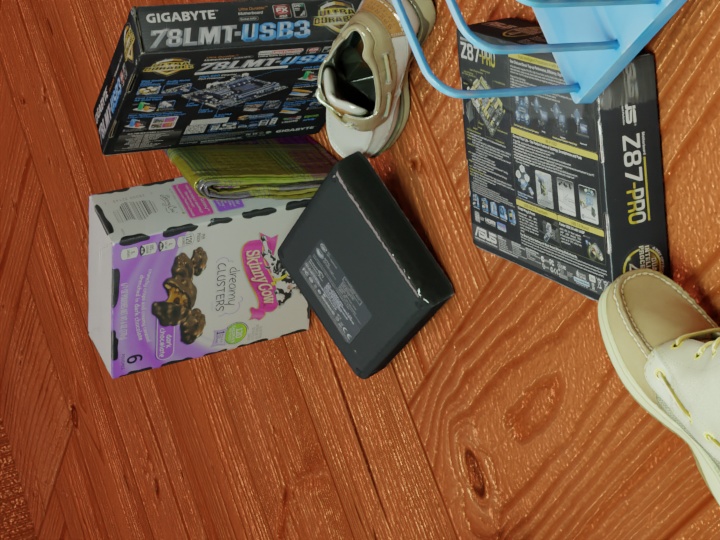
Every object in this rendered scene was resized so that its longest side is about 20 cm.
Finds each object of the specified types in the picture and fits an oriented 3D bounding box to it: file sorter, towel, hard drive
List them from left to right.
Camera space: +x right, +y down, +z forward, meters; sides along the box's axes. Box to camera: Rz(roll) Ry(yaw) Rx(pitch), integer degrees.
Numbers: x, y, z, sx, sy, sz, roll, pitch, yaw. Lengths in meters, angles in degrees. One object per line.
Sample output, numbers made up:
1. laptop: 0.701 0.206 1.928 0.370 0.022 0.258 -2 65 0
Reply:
1. towel: -0.105 -0.102 1.915 0.200 0.144 0.023 -136 47 -58
2. hard drive: 0.000 0.000 1.809 0.140 0.033 0.200 57 156 8
3. file sorter: 0.111 -0.205 1.253 0.200 0.123 0.139 -49 54 49

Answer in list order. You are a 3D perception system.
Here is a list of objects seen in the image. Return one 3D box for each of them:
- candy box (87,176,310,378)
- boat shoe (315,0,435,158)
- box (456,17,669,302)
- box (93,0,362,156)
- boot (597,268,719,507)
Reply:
1. candy box: -0.144 -0.004 1.994 0.072 0.200 0.168 -123 28 -42
2. boat shoe: -0.002 -0.147 1.698 0.075 0.068 0.200 41 148 17
3. box: 0.130 -0.075 1.446 0.200 0.049 0.161 -153 52 -63
4. box: -0.106 -0.161 1.802 0.199 0.200 0.050 124 136 -64
5. boot: 0.217 0.042 1.254 0.200 0.072 0.155 58 153 31
